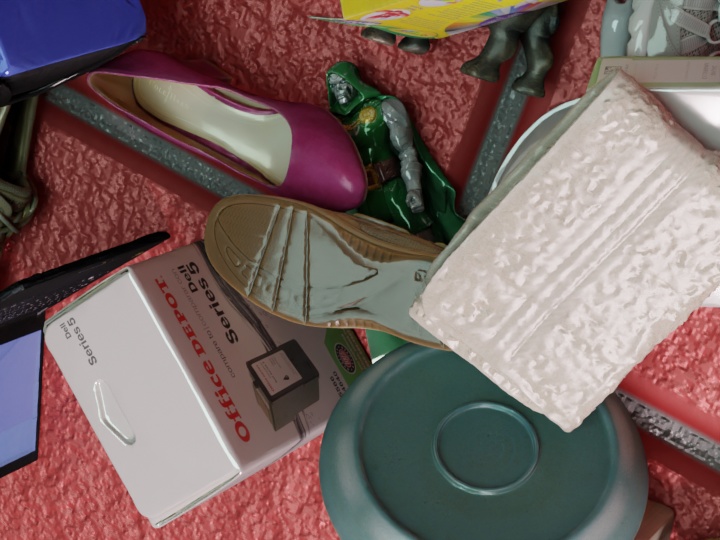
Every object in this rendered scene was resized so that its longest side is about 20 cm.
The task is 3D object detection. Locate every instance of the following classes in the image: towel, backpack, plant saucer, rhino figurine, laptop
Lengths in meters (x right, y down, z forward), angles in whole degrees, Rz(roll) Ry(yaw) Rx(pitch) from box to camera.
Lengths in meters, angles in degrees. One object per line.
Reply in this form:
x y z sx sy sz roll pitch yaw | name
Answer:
0.131 -0.007 1.178 0.132 0.035 0.200 37 119 -10 | towel
-0.263 -0.179 1.326 0.199 0.162 0.169 -14 92 37 | backpack
0.074 0.111 1.234 0.199 0.200 0.028 27 147 19 | plant saucer
0.037 -0.180 1.287 0.199 0.060 0.088 23 98 23 | rhino figurine
-0.227 0.073 1.412 0.199 0.177 0.104 -28 89 29 | laptop

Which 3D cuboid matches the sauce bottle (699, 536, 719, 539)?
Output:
0.277 0.183 1.241 0.199 0.066 0.066 -14 95 31 | sauce bottle

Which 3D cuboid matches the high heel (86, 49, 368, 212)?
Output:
-0.085 -0.089 1.319 0.200 0.096 0.068 40 122 34 | high heel

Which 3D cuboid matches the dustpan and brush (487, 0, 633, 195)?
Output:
0.146 -0.076 1.265 0.139 0.057 0.201 11 113 16 | dustpan and brush

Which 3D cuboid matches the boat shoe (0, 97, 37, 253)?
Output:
-0.265 -0.053 1.461 0.065 0.072 0.202 14 102 21 | boat shoe

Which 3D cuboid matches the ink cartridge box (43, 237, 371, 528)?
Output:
-0.089 0.058 1.325 0.084 0.200 0.146 -32 86 29 | ink cartridge box

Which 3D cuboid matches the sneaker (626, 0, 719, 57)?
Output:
0.203 -0.158 1.196 0.081 0.075 0.202 6 104 27 | sneaker

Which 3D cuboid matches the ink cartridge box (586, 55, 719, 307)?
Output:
0.233 -0.050 1.175 0.198 0.048 0.146 2 123 16 | ink cartridge box

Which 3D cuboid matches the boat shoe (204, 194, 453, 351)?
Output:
0.000 0.000 1.282 0.199 0.065 0.073 15 101 15 | boat shoe

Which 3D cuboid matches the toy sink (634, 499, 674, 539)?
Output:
0.107 0.241 1.306 0.111 0.130 0.201 18 110 23 | toy sink

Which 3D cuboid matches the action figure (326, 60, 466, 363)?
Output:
0.019 -0.039 1.334 0.118 0.055 0.201 -20 89 28 | action figure

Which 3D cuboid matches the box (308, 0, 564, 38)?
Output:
0.076 -0.174 1.165 0.199 0.117 0.049 -15 82 30 | box
